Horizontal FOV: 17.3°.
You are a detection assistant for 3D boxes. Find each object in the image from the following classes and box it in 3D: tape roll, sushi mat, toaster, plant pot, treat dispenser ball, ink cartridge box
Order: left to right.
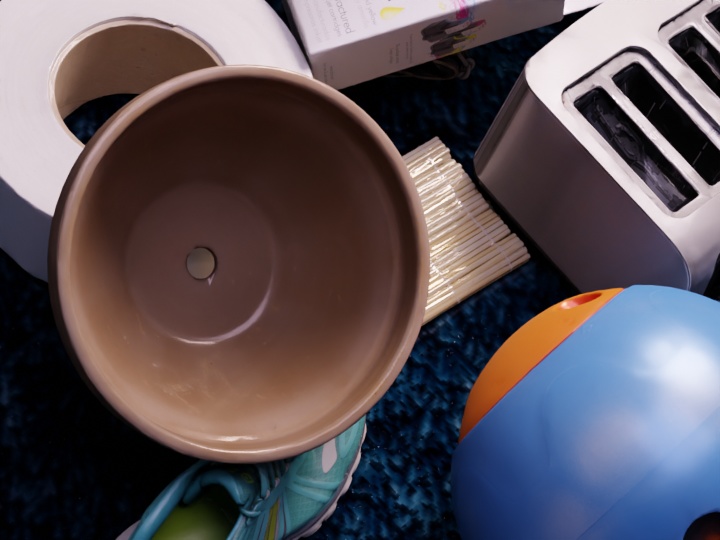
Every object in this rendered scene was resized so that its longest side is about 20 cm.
[{"bbox_3d":[-0.126,-0.082,1.349,0.202,0.071,0.203,5,57,-8],"label":"tape roll"},{"bbox_3d":[-0.072,-0.003,1.232,0.200,0.093,0.202,0,90,-22],"label":"plant pot"},{"bbox_3d":[0.000,0.000,1.374,0.200,0.012,0.096,-31,71,-27],"label":"sushi mat"},{"bbox_3d":[0.049,-0.192,1.394,0.199,0.068,0.116,-18,73,-4],"label":"ink cartridge box"},{"bbox_3d":[0.146,0.108,1.238,0.200,0.201,0.202,6,59,-11],"label":"treat dispenser ball"},{"bbox_3d":[0.183,-0.073,1.402,0.181,0.119,0.200,-32,73,-29],"label":"toaster"}]

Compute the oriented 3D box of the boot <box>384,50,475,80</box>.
[{"bbox_3d":[0.050,-0.193,1.473,0.199,0.069,0.175,-4,62,-5],"label":"boot"}]

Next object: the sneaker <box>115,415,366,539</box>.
[{"bbox_3d":[-0.060,0.118,1.251,0.077,0.080,0.200,39,58,7],"label":"sneaker"}]
